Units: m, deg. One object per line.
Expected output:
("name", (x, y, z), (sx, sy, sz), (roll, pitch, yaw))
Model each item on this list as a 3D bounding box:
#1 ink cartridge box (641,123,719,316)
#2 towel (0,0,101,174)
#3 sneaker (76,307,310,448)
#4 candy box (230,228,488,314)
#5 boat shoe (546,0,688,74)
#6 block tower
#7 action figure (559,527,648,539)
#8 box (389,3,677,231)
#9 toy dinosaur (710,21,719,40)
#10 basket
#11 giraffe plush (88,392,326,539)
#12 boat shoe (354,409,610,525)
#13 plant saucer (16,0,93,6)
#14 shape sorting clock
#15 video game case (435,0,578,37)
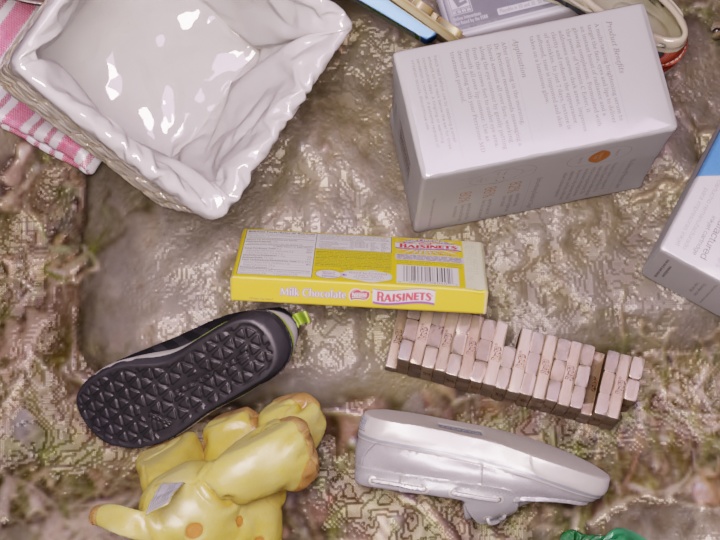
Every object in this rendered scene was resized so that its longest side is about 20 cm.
("ink cartridge box", (0.351, -0.020, 1.282), (0.199, 0.084, 0.145), (28, 78, 6))
("towel", (-0.271, -0.186, 1.348), (0.199, 0.030, 0.147), (29, 78, 7))
("sneaker", (-0.128, 0.082, 1.265), (0.199, 0.083, 0.072), (-21, 97, 18))
("candy box", (0.000, 0.000, 1.270), (0.199, 0.102, 0.027), (3, 111, 1))
("boat shoe", (0.192, -0.242, 1.327), (0.071, 0.063, 0.200), (-44, 79, -9))
("block tower", (0.121, 0.075, 1.271), (0.199, 0.058, 0.054), (14, 75, 4))
("action figure", (0.233, 0.265, 1.225), (0.200, 0.055, 0.118), (40, 80, 16))
("box", (0.130, -0.118, 1.270), (0.199, 0.152, 0.107), (-12, 76, -4))
("toy dinosaur", (0.390, -0.167, 1.334), (0.199, 0.058, 0.102), (14, 75, 3))
("basket", (-0.153, -0.169, 1.249), (0.198, 0.161, 0.201), (37, 77, -18))
("giraffe plush", (-0.087, 0.207, 1.193), (0.172, 0.200, 0.163), (-18, 101, 26))
("boat shoe", (0.092, 0.162, 1.246), (0.199, 0.072, 0.069), (12, 97, -4))
("plant saucer", (-0.262, -0.300, 1.356), (0.199, 0.032, 0.201), (5, 63, -10))
("shape sorting clock", (0.008, -0.231, 1.276), (0.199, 0.200, 0.039), (31, 97, 7))
("video game case", (0.148, -0.302, 1.384), (0.199, 0.023, 0.183), (-15, 76, -4))
